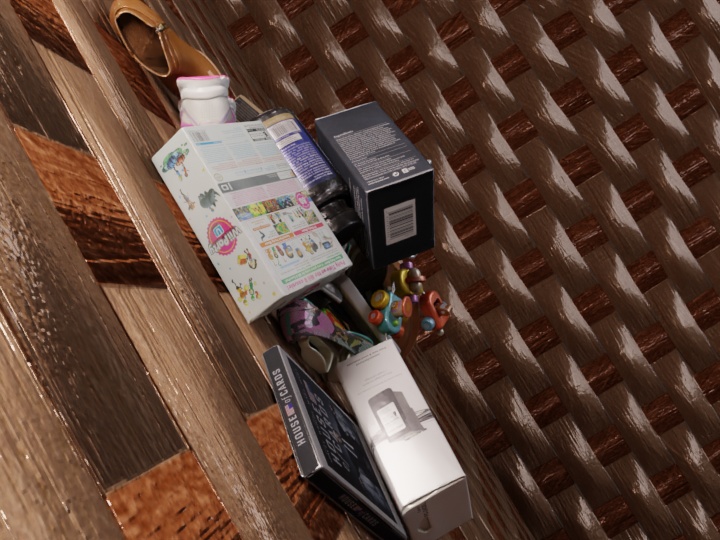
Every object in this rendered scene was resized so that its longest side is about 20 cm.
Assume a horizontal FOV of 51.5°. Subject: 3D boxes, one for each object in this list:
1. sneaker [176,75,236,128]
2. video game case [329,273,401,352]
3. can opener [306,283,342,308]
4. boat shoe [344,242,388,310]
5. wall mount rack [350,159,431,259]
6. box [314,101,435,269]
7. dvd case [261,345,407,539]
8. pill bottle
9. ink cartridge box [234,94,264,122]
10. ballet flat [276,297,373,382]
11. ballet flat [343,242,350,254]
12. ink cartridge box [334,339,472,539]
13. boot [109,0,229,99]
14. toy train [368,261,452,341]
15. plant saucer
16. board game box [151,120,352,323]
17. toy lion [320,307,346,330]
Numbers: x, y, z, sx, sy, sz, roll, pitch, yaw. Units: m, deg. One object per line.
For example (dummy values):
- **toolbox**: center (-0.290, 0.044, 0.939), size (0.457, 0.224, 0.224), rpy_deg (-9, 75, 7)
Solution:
- **sneaker**: center (-0.204, -0.190, 0.991), size (0.200, 0.081, 0.089), rpy_deg (155, -70, -85)
- **video game case**: center (-0.030, 0.047, 1.244), size (0.182, 0.023, 0.200), rpy_deg (33, -17, 48)
- **can opener**: center (-0.100, -0.001, 1.058), size (0.200, 0.067, 0.053), rpy_deg (37, 18, -40)
- **boat shoe**: center (0.000, 0.000, 1.229), size (0.200, 0.071, 0.076), rpy_deg (88, -23, -59)
- **wall mount rack**: center (0.047, -0.104, 1.273), size (0.074, 0.175, 0.199), rpy_deg (14, -11, -36)
- **box**: center (0.021, -0.130, 1.114), size (0.149, 0.106, 0.200), rpy_deg (84, -20, -45)
- **dvd case**: center (-0.025, 0.181, 0.755), size (0.200, 0.025, 0.151), rpy_deg (55, 5, -46)
- **pill bottle**: center (-0.087, -0.121, 1.053), size (0.200, 0.112, 0.112), rpy_deg (54, 3, 11)
- **ink cartridge box**: center (-0.156, -0.198, 1.328), size (0.200, 0.075, 0.165), rpy_deg (51, -3, -37)
- **ballet flat**: center (-0.041, 0.099, 0.934), size (0.200, 0.069, 0.072), rpy_deg (41, 41, -54)
- **ballet flat**: center (-0.062, -0.031, 1.288), size (0.072, 0.071, 0.200), rpy_deg (58, -13, 4)
- **ink cartridge box**: center (0.053, 0.209, 0.899), size (0.146, 0.083, 0.201), rpy_deg (73, -10, -52)
- **boot**: center (-0.251, -0.273, 0.987), size (0.200, 0.074, 0.155), rpy_deg (40, 7, -27)
- **toy train**: center (0.092, 0.067, 1.211), size (0.200, 0.055, 0.151), rpy_deg (-39, 109, -51)
- **plant saucer**: center (0.030, 0.070, 1.342), size (0.032, 0.201, 0.201), rpy_deg (-6, 54, -37)
- **board game box**: center (-0.113, -0.060, 0.812), size (0.201, 0.064, 0.147), rpy_deg (58, 31, 5)
- **toy lion**: center (-0.001, 0.143, 1.117), size (0.192, 0.069, 0.200), rpy_deg (52, 2, 20)
